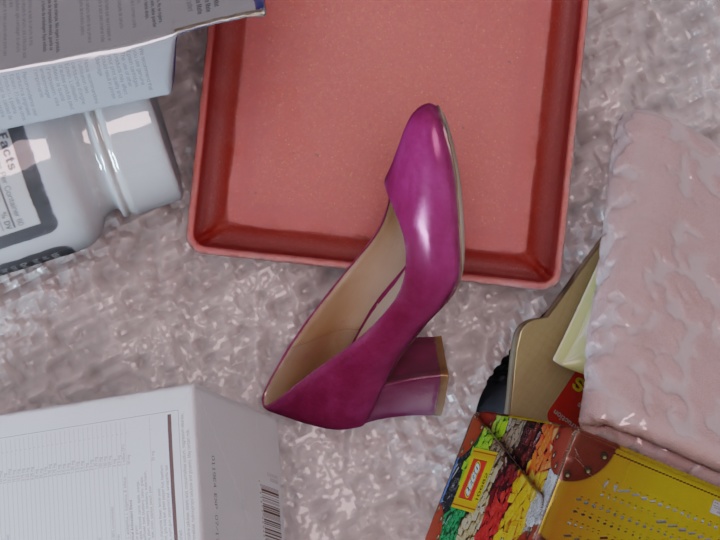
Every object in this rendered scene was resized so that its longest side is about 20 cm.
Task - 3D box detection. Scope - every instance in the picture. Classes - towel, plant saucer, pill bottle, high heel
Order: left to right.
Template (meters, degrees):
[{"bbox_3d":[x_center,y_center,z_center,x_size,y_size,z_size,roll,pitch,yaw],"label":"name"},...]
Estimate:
[{"bbox_3d":[-0.199,-0.051,1.392,0.199,0.113,0.113,-17,88,-1],"label":"pill bottle"},{"bbox_3d":[0.000,0.000,1.374,0.096,0.200,0.067,-2,44,-7],"label":"high heel"},{"bbox_3d":[0.016,-0.098,1.433,0.199,0.037,0.200,6,88,1],"label":"plant saucer"},{"bbox_3d":[0.203,0.030,1.354,0.191,0.032,0.200,23,50,-15],"label":"towel"}]

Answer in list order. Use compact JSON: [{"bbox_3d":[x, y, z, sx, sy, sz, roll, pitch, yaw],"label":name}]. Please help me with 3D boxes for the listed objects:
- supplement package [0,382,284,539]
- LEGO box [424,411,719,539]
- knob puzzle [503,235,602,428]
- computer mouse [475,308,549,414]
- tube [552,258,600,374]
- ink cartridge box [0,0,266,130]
[{"bbox_3d":[-0.149,0.132,1.349,0.199,0.110,0.114,-9,74,19],"label":"supplement package"},{"bbox_3d":[0.152,0.142,1.315,0.200,0.149,0.077,23,84,-14],"label":"LEGO box"},{"bbox_3d":[0.155,0.088,1.409,0.219,0.030,0.220,0,90,-16],"label":"knob puzzle"},{"bbox_3d":[0.132,0.021,1.429,0.059,0.034,0.200,37,87,2],"label":"computer mouse"},{"bbox_3d":[0.197,0.062,1.382,0.200,0.058,0.052,30,122,-10],"label":"tube"},{"bbox_3d":[-0.149,-0.145,1.366,0.199,0.200,0.041,-12,127,2],"label":"ink cartridge box"}]
